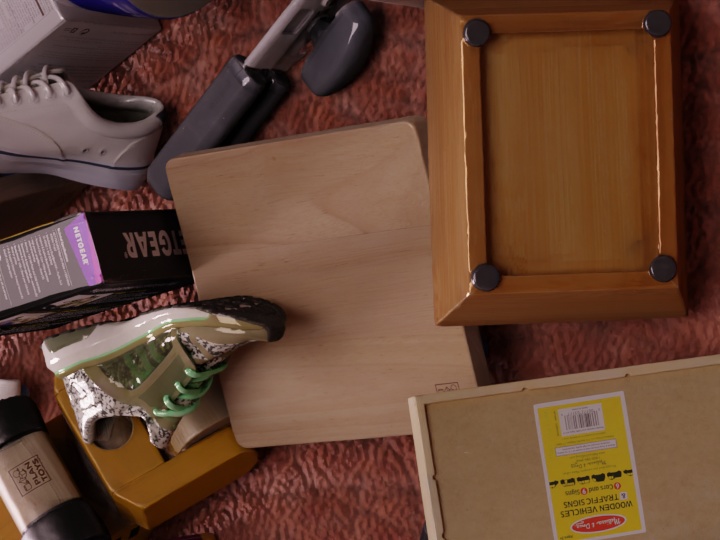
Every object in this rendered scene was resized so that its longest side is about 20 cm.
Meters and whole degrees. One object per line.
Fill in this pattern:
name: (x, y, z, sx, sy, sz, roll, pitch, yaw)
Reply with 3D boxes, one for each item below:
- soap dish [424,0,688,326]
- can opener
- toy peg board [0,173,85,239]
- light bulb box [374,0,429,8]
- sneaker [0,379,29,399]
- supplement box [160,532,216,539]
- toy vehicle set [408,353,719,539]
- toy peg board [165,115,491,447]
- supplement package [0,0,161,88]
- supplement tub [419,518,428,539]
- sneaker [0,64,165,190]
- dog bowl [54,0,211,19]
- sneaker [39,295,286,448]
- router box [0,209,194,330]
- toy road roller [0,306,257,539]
soap dish: (0.120, -0.069, 1.521, 0.156, 0.081, 0.201, -2, 89, -4)
can opener: (-0.065, -0.112, 1.704, 0.067, 0.053, 0.200, 51, 118, 23)
toy peg board: (-0.326, -0.025, 1.780, 0.200, 0.199, 0.098, -44, 81, 27)
light bulb box: (-0.024, -0.245, 1.586, 0.199, 0.198, 0.125, 19, 101, 34)
sneaker: (-0.272, 0.153, 1.835, 0.200, 0.080, 0.147, 45, 120, 32)
supplement box: (-0.182, 0.256, 1.705, 0.131, 0.200, 0.104, -33, 73, 32)
toy vehicle set: (0.135, 0.123, 1.509, 0.199, 0.027, 0.125, -7, 85, -8)
toy peg board: (0.000, 0.000, 1.653, 0.199, 0.098, 0.200, -7, 103, 35)
supplement package: (-0.262, -0.167, 1.804, 0.200, 0.109, 0.114, -34, 72, 30)
supplement tub: (0.083, 0.197, 1.574, 0.107, 0.107, 0.201, 22, 104, 32)
sneaker: (-0.225, -0.108, 1.733, 0.073, 0.199, 0.071, 48, 122, 45)
dog bowl: (-0.147, -0.268, 1.669, 0.078, 0.200, 0.201, 13, 98, 31)
sneaker: (-0.119, 0.068, 1.642, 0.199, 0.077, 0.089, -14, 87, 41)
router box: (-0.195, 0.003, 1.684, 0.149, 0.200, 0.051, -17, 86, 20)
toy road roller: (-0.171, 0.133, 1.761, 0.199, 0.146, 0.123, -30, 70, -8)
